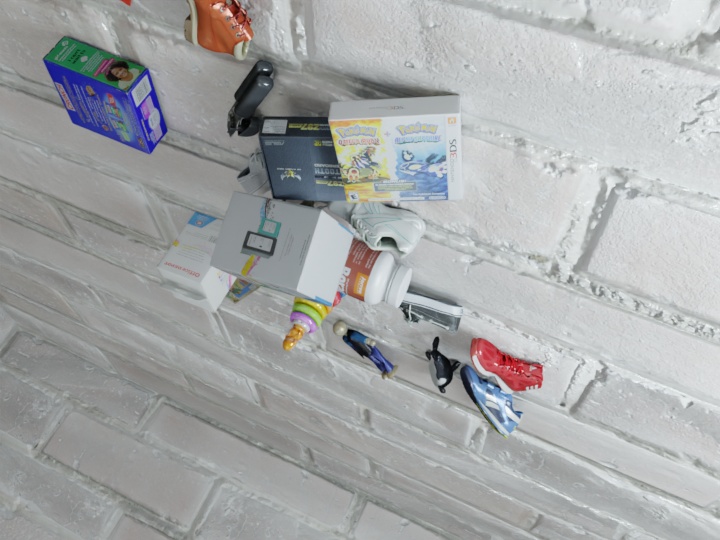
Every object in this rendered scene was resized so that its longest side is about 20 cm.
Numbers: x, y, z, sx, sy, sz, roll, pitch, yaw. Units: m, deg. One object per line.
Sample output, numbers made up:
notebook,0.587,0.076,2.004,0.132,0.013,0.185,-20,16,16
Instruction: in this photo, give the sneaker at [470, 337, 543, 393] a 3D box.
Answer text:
sneaker,0.326,0.197,1.451,0.114,0.080,0.199,-13,143,39

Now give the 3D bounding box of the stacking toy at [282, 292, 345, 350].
stacking toy,-0.122,0.100,1.548,0.109,0.202,0.115,40,148,-21

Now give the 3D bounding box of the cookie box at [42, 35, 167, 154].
cookie box,-0.496,-0.341,1.326,0.196,0.076,0.172,22,150,12

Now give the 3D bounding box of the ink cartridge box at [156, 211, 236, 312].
ink cartridge box,-0.375,-0.011,1.600,0.126,0.202,0.126,18,149,19

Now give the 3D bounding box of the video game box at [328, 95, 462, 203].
video game box,0.061,-0.182,1.050,0.195,0.048,0.184,-1,141,10

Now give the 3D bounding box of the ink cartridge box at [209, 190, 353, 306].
ink cartridge box,-0.143,-0.040,1.243,0.196,0.149,0.146,14,172,27

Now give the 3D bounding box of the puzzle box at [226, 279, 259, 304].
puzzle box,-0.349,0.021,1.807,0.132,0.026,0.199,39,150,-14

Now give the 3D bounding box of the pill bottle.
pill bottle,0.000,0.000,1.376,0.196,0.113,0.113,21,150,14

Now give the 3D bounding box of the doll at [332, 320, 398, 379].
doll,0.010,0.197,1.737,0.199,0.049,0.136,42,159,-8

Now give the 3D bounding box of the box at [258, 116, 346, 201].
box,-0.063,-0.186,1.146,0.195,0.052,0.159,3,147,5

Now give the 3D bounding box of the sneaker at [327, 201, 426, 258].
sneaker,0.020,-0.089,1.257,0.197,0.081,0.071,22,152,16

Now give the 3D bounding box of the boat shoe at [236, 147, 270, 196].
boat shoe,-0.185,-0.199,1.290,0.068,0.073,0.199,38,159,-15

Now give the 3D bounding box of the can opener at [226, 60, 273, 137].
can opener,-0.185,-0.290,1.174,0.066,0.055,0.199,6,162,-29

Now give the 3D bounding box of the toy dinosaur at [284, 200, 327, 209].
toy dinosaur,-0.135,-0.084,1.405,0.101,0.077,0.202,34,149,14

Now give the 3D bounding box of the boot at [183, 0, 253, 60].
boot,-0.202,-0.393,1.000,0.106,0.076,0.200,27,159,-3

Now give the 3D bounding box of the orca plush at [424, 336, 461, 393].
orca plush,0.202,0.218,1.613,0.202,0.070,0.106,73,173,-46

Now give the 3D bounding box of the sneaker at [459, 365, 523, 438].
sneaker,0.312,0.301,1.617,0.201,0.082,0.074,53,175,-6

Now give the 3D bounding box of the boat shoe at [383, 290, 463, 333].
boat shoe,0.117,0.084,1.429,0.195,0.070,0.073,15,-175,14

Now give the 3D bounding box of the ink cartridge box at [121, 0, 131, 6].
ink cartridge box,-0.427,-0.510,1.033,0.158,0.048,0.200,31,149,-4
